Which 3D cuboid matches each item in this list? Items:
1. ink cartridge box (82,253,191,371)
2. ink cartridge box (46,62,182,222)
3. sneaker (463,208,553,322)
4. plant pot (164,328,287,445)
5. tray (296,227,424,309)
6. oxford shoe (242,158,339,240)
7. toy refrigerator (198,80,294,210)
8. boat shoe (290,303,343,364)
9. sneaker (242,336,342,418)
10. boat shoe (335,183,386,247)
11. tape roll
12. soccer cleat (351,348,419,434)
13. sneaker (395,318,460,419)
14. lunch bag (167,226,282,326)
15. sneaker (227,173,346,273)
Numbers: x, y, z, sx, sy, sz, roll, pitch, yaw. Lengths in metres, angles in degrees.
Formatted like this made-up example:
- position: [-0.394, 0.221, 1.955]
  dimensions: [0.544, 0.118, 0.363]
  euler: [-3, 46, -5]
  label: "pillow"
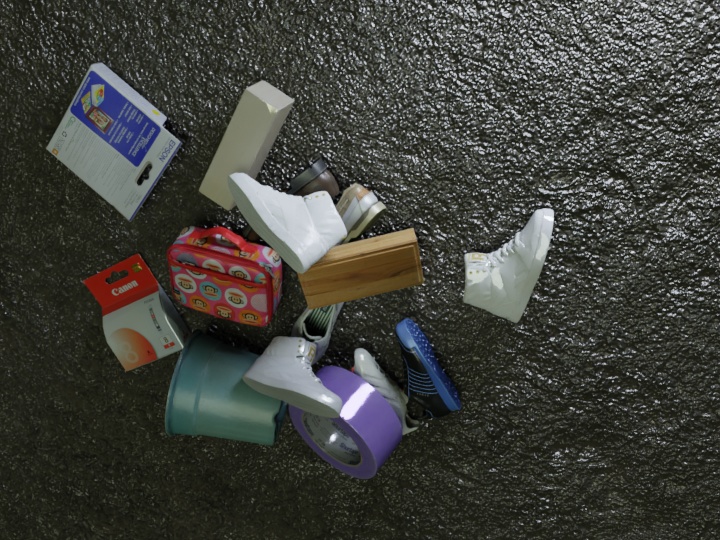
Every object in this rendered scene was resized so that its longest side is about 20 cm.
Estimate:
- position: [-0.443, 0.086, 1.422]
  dimensions: [0.162, 0.050, 0.201]
  euler: [-22, 110, 24]
  label: "ink cartridge box"
- position: [-0.427, -0.222, 1.276]
  dimensions: [0.200, 0.047, 0.198]
  euler: [40, 118, -6]
  label: "ink cartridge box"
- position: [0.224, -0.017, 1.148]
  dimensions: [0.115, 0.074, 0.201]
  euler: [18, 119, 5]
  label: "sneaker"
- position: [-0.236, 0.231, 1.355]
  dimensions: [0.195, 0.200, 0.201]
  euler: [14, 118, 2]
  label: "plant pot"
- position: [0.000, 0.000, 1.199]
  dimensions: [0.199, 0.037, 0.099]
  euler: [-14, 133, 1]
  label: "tray"
- position: [-0.119, -0.097, 1.224]
  dimensions: [0.200, 0.073, 0.085]
  euler: [-33, 104, 27]
  label: "oxford shoe"
- position: [-0.191, -0.205, 1.193]
  dimensions: [0.070, 0.076, 0.200]
  euler: [32, 120, 0]
  label: "toy refrigerator"
- position: [-0.087, 0.104, 1.311]
  dimensions: [0.073, 0.067, 0.201]
  euler: [24, 119, 5]
  label: "boat shoe"
- position: [-0.096, 0.171, 1.241]
  dimensions: [0.199, 0.116, 0.074]
  euler: [16, 147, 30]
  label: "sneaker"
- position: [-0.041, -0.063, 1.222]
  dimensions: [0.068, 0.075, 0.200]
  euler: [48, 118, 6]
  label: "boat shoe"
- position: [-0.028, 0.275, 1.317]
  dimensions: [0.199, 0.085, 0.201]
  euler: [29, 143, 24]
  label: "tape roll"
- position: [0.045, 0.219, 1.329]
  dimensions: [0.077, 0.069, 0.201]
  euler: [-16, 116, 18]
  label: "soccer cleat"
- position: [0.101, 0.181, 1.288]
  dimensions: [0.078, 0.070, 0.201]
  euler: [-25, 106, 19]
  label: "sneaker"
- position: [-0.236, 0.001, 1.280]
  dimensions: [0.199, 0.082, 0.177]
  euler: [14, 133, 9]
  label: "lunch bag"
- position: [-0.110, -0.098, 1.142]
  dimensions: [0.200, 0.115, 0.074]
  euler: [46, 157, 16]
  label: "sneaker"
